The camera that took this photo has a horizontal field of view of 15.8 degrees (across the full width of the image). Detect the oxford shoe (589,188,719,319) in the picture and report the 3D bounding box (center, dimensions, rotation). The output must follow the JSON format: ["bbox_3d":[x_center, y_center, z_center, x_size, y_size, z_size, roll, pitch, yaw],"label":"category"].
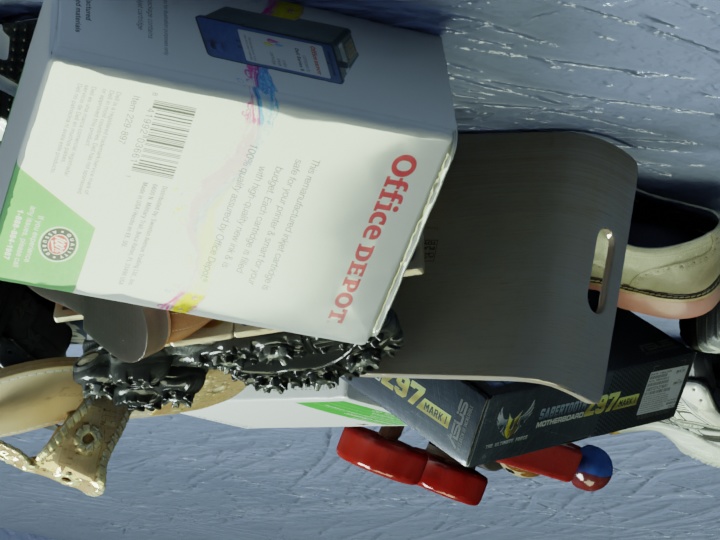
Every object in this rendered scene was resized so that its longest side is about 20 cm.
[{"bbox_3d":[0.114,-0.029,1.488,0.199,0.071,0.074,7,142,4],"label":"oxford shoe"}]

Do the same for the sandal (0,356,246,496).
[{"bbox_3d":[-0.148,0.092,1.474,0.211,0.070,0.078,-10,153,-31],"label":"sandal"}]

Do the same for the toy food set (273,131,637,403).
[{"bbox_3d":[0.048,0.002,1.427,0.199,0.144,0.060,0,157,29],"label":"toy food set"}]

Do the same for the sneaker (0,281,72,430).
[{"bbox_3d":[-0.206,0.018,1.467,0.104,0.060,0.200,23,148,5],"label":"sneaker"}]

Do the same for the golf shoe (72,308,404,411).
[{"bbox_3d":[-0.068,0.018,1.399,0.199,0.095,0.078,-7,157,27],"label":"golf shoe"}]

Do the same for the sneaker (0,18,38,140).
[{"bbox_3d":[-0.181,-0.100,1.344,0.199,0.074,0.080,12,-179,1],"label":"sneaker"}]

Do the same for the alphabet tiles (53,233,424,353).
[{"bbox_3d":[-0.064,-0.017,1.392,0.199,0.167,0.006,-8,126,7],"label":"alphabet tiles"}]

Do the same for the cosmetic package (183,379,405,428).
[{"bbox_3d":[-0.042,0.059,1.776,0.107,0.085,0.199,16,164,-43],"label":"cosmetic package"}]

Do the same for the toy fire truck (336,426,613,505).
[{"bbox_3d":[0.093,0.120,1.887,0.167,0.113,0.200,22,180,40],"label":"toy fire truck"}]

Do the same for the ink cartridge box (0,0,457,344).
[{"bbox_3d":[-0.069,-0.055,1.256,0.199,0.088,0.146,12,130,-14],"label":"ink cartridge box"}]

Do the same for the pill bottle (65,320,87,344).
[{"bbox_3d":[-0.139,-0.015,1.535,0.199,0.120,0.119,0,165,29],"label":"pill bottle"}]

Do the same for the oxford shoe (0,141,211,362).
[{"bbox_3d":[-0.141,-0.022,1.368,0.071,0.072,0.200,-20,-135,-33],"label":"oxford shoe"}]

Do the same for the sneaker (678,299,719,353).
[{"bbox_3d":[0.268,0.011,1.512,0.115,0.075,0.200,9,166,-15],"label":"sneaker"}]

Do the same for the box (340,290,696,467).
[{"bbox_3d":[0.078,0.044,1.529,0.199,0.051,0.157,-7,-148,-46],"label":"box"}]

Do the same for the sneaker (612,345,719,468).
[{"bbox_3d":[0.215,0.076,1.863,0.199,0.076,0.088,14,142,-14],"label":"sneaker"}]
